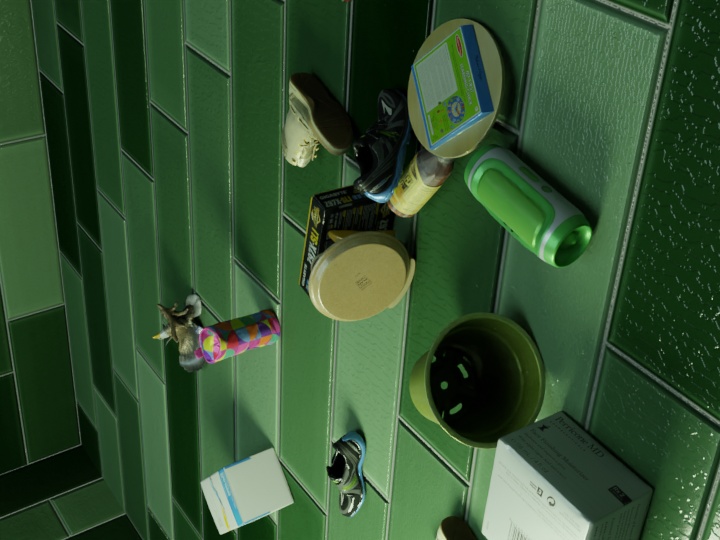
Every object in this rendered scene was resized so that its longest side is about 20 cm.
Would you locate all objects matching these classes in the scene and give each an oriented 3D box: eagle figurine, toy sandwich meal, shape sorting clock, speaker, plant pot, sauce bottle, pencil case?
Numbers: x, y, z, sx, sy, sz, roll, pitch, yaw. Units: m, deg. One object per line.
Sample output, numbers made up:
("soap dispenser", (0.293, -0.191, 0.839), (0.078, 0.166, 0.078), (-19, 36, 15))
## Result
("eagle figurine", (-0.476, 0.158, 2.735), (0.201, 0.148, 0.154), (67, -148, -59))
("toy sandwich meal", (0.000, 0.000, 1.777), (0.071, 0.202, 0.208), (-118, 29, -49))
("shape sorting clock", (0.140, -0.268, 1.529), (0.199, 0.039, 0.204), (1, 91, 54))
("speaker", (0.233, -0.093, 1.451), (0.200, 0.087, 0.089), (48, 142, 36))
("plant pot", (0.162, 0.179, 1.631), (0.203, 0.197, 0.190), (70, 161, 4))
("sauce bottle", (0.107, -0.159, 1.646), (0.067, 0.065, 0.200), (62, 144, 17))
("pencil case", (-0.270, 0.144, 2.282), (0.087, 0.198, 0.090), (12, 108, 42))

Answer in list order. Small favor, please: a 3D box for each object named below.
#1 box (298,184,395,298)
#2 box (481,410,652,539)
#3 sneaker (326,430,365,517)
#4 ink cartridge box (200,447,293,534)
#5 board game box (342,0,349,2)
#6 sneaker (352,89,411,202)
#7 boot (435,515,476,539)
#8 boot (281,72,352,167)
("box", (-0.021, -0.056, 1.814), (0.049, 0.158, 0.202), (46, 141, 35))
("box", (0.298, 0.356, 1.523), (0.199, 0.129, 0.203), (40, 136, 43))
("sneaker", (-0.035, 0.426, 2.153), (0.071, 0.082, 0.203), (35, 133, 46))
("ink cartridge box", (-0.284, 0.548, 2.561), (0.200, 0.145, 0.147), (-39, 71, 57))
("board game box", (0.009, -0.519, 1.669), (0.199, 0.019, 0.105), (-15, 90, 60))
("sneaker", (0.032, -0.210, 1.660), (0.071, 0.082, 0.203), (-36, 40, 59))
("boot", (0.183, 0.569, 1.879), (0.202, 0.071, 0.156), (61, 147, 29))
("boot", (-0.086, -0.245, 1.910), (0.201, 0.072, 0.157), (55, 145, 31))
